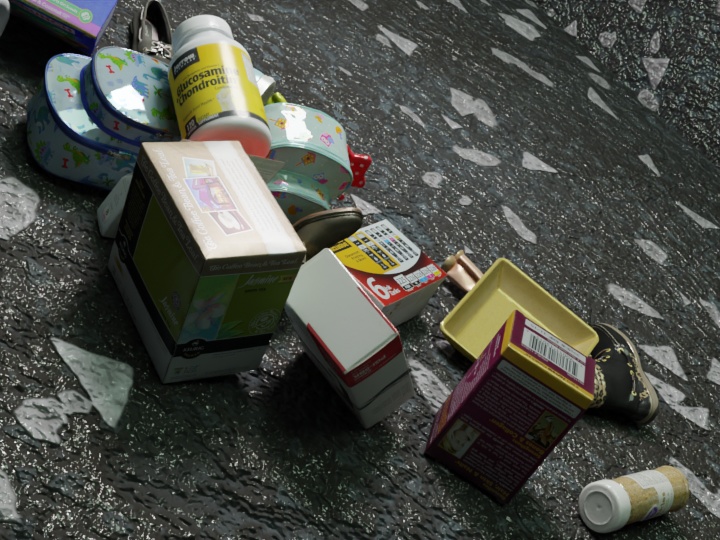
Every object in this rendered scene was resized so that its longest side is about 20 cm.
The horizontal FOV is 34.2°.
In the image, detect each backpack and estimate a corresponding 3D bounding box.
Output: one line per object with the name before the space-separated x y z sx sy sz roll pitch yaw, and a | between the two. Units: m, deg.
backpack | -0.108 -0.130 1.634 0.175 0.200 0.154 19 42 -30
backpack | -0.330 -0.204 1.548 0.199 0.147 0.184 10 47 -32

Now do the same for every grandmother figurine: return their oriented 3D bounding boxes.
grandmother figurine | 0.214 0.051 1.863 0.200 0.061 0.121 40 37 14

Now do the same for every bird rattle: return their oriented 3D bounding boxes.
bird rattle | -0.082 -0.179 1.806 0.199 0.113 0.163 25 -13 -3

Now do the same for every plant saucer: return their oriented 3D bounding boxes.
plant saucer | 0.234 0.104 1.761 0.200 0.049 0.200 40 50 7

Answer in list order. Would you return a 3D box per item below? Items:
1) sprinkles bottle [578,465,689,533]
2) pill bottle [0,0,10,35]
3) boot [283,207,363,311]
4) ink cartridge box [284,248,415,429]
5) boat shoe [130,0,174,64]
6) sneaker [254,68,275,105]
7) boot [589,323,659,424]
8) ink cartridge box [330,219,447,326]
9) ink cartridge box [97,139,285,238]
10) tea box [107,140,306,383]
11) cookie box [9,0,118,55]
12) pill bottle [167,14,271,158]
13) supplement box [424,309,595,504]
sprinkles bottle | 0.383 0.316 1.626 0.199 0.068 0.068 0 43 -47
pill bottle | -0.588 -0.387 1.600 0.200 0.109 0.109 38 28 5
boot | -0.075 -0.005 1.533 0.075 0.199 0.097 63 2 -60
ink cartridge box | -0.015 0.088 1.417 0.147 0.083 0.200 49 -11 26
boat shoe | -0.338 -0.378 1.914 0.066 0.057 0.201 17 33 -31
sneaker | -0.210 -0.228 1.719 0.082 0.074 0.200 32 56 7
boot | 0.379 0.154 1.872 0.150 0.073 0.201 13 40 -35
ink cartridge box | 0.000 0.000 1.676 0.175 0.084 0.200 42 29 14
ink cartridge box | -0.216 -0.105 1.477 0.162 0.200 0.057 8 47 -41
tea box | -0.184 -0.014 1.357 0.133 0.197 0.200 -6 47 -33
cookie box | -0.449 -0.396 1.706 0.170 0.076 0.200 27 -5 -14
pill bottle | -0.187 -0.228 1.504 0.111 0.112 0.201 10 50 -38
supplement box | 0.192 0.175 1.492 0.130 0.200 0.103 33 27 -4
